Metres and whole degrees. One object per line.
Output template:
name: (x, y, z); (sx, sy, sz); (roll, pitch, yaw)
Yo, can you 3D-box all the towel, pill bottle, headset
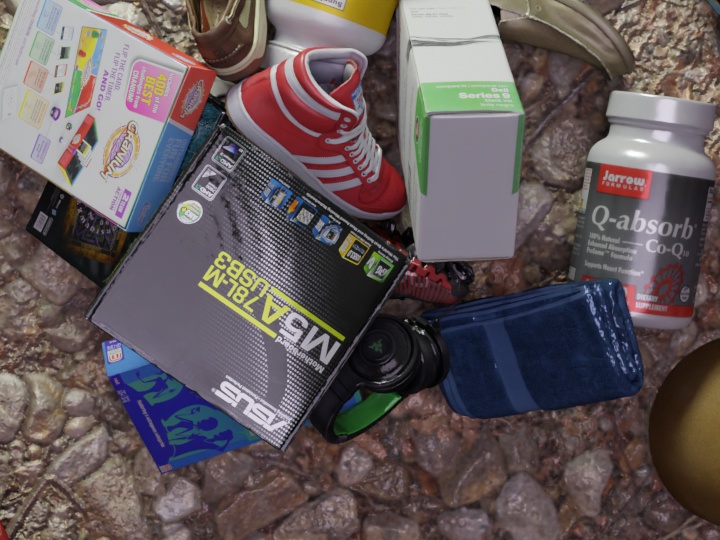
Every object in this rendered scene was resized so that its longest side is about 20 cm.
towel: (0.149, 0.073, 1.375); (0.200, 0.048, 0.112); (-13, 99, 39)
pill bottle: (0.253, -0.054, 1.387); (0.115, 0.116, 0.201); (8, 95, -3)
pill bottle: (-0.017, -0.259, 1.357); (0.112, 0.112, 0.201); (18, 96, -4)
headset: (0.025, 0.063, 1.354); (0.200, 0.123, 0.094); (-49, 68, 16)

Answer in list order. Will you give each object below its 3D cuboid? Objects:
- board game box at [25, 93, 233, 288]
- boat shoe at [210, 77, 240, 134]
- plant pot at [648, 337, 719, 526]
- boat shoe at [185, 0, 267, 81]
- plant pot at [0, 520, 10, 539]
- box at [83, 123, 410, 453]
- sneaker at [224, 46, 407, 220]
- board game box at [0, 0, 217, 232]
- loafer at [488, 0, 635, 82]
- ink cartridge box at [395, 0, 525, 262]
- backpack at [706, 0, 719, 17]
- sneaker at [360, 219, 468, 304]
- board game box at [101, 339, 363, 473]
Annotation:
board game box: (-0.203, -0.085, 1.364); (0.135, 0.028, 0.200); (36, 108, 22)
boat shoe: (-0.132, -0.138, 1.388); (0.200, 0.066, 0.072); (26, 95, -4)
plant pot: (0.371, 0.162, 1.373); (0.186, 0.200, 0.187); (0, 96, -3)
boat shoe: (-0.118, -0.264, 1.325); (0.075, 0.075, 0.203); (-20, 59, 19)
plant pot: (-0.418, 0.240, 1.355); (0.200, 0.200, 0.183); (-26, 89, 1)
box: (-0.091, 0.015, 1.273); (0.200, 0.048, 0.193); (36, 82, -9)
sneaker: (-0.007, -0.116, 1.323); (0.200, 0.071, 0.112); (32, 138, -33)
board game box: (-0.232, -0.144, 1.336); (0.200, 0.040, 0.153); (32, 106, 27)
loafer: (0.155, -0.226, 1.390); (0.200, 0.076, 0.068); (36, 94, 5)
ink cartridge box: (0.080, -0.124, 1.311); (0.084, 0.200, 0.146); (-2, 128, -4)
backpack: (0.355, -0.287, 1.343); (0.134, 0.183, 0.200); (-38, 84, -6)
sneaker: (0.000, 0.000, 1.407); (0.200, 0.071, 0.098); (19, 105, -9)
board game box: (-0.110, 0.093, 1.382); (0.199, 0.045, 0.152); (-19, 137, 0)
